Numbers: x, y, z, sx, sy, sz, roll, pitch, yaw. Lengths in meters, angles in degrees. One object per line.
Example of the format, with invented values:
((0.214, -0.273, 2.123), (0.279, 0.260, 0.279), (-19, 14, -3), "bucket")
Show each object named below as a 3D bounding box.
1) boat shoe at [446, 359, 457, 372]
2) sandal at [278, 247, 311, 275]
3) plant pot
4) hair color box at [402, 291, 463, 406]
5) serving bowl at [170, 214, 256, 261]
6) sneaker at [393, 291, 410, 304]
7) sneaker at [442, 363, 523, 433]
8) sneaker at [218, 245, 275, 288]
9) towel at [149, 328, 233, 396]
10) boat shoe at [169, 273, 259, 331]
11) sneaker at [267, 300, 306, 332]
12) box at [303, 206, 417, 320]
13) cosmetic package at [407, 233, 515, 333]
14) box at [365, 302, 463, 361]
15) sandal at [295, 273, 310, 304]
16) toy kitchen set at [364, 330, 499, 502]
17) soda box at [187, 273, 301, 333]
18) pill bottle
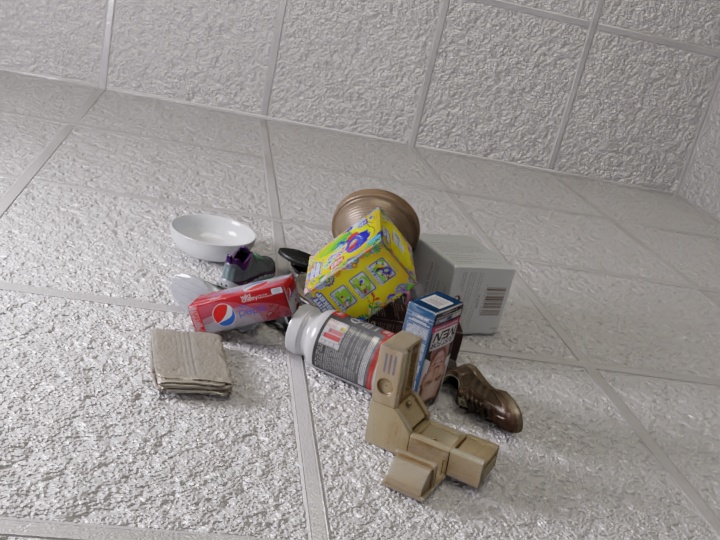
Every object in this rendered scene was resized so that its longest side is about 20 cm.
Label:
((0.093, 0.163, 1.569), (0.200, 0.073, 0.075), (10, 21, -7), "boat shoe")
((-0.105, 0.001, 1.928), (0.200, 0.048, 0.075), (22, 17, -13), "sandal")
((0.028, -0.073, 1.814), (0.201, 0.201, 0.093), (14, 40, 2), "plant pot")
((0.113, 0.145, 1.444), (0.060, 0.200, 0.100), (25, 24, 31), "hair color box")
((-0.347, -0.067, 1.916), (0.200, 0.066, 0.200), (11, 20, -4), "serving bowl")
((0.009, 0.047, 1.841), (0.200, 0.079, 0.095), (15, 32, 9), "sneaker")
((0.214, 0.240, 1.480), (0.075, 0.071, 0.200), (-16, 27, -19), "sneaker")
((-0.240, -0.018, 1.821), (0.074, 0.088, 0.200), (19, 21, 15), "sneaker")
((-0.293, 0.157, 1.408), (0.132, 0.035, 0.200), (7, 20, -19), "towel")
((-0.284, 0.064, 1.626), (0.200, 0.072, 0.071), (27, 13, 8), "boat shoe")
((-0.124, 0.089, 1.639), (0.200, 0.074, 0.081), (29, 22, 33), "sneaker")
((0.000, 0.000, 1.673), (0.122, 0.193, 0.200), (50, 14, -18), "box")
((0.214, 0.029, 1.863), (0.166, 0.168, 0.200), (1, 23, -28), "cosmetic package")
((0.103, 0.122, 1.689), (0.200, 0.075, 0.100), (9, 20, -6), "box")
((-0.091, 0.047, 1.788), (0.082, 0.055, 0.200), (7, 21, -16), "sandal")
((0.102, 0.226, 1.253), (0.200, 0.181, 0.163), (18, 21, 24), "toy kitchen set")
((-0.216, 0.064, 1.531), (0.200, 0.064, 0.070), (-13, 15, 15), "soda box")
((-0.030, 0.139, 1.495), (0.200, 0.116, 0.116), (21, 22, 20), "pill bottle")
